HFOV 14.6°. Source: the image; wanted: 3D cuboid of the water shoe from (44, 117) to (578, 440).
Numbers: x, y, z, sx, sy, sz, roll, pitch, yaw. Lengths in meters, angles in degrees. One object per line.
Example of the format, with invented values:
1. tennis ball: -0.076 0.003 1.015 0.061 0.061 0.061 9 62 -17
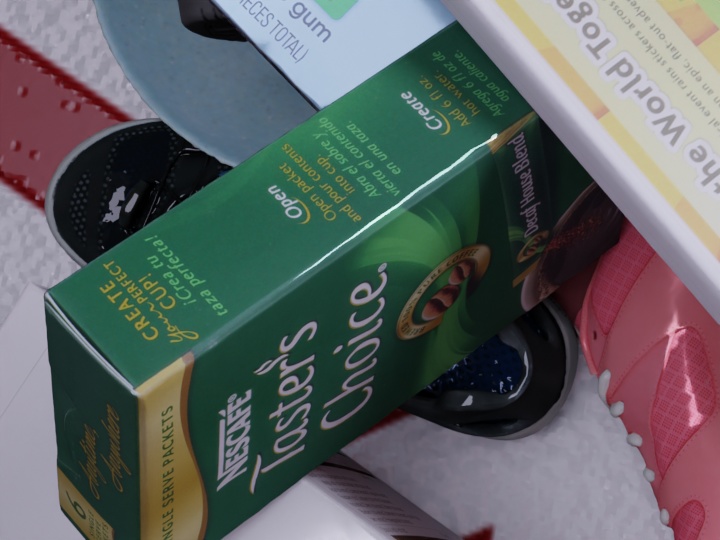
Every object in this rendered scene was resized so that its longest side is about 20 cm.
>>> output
1. water shoe: -0.022 -0.006 0.927 0.199 0.079 0.072 20 89 18

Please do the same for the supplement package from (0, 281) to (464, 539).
1. supplement package: -0.042 0.112 0.897 0.200 0.120 0.122 34 93 18

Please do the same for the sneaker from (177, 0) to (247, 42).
1. sneaker: 0.033 -0.141 0.890 0.199 0.060 0.105 -11 83 7

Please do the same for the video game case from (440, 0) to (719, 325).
1. video game case: 0.136 -0.078 0.771 0.182 0.023 0.200 -38 79 -12

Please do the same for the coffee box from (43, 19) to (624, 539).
1. coffee box: 0.000 0.000 0.807 0.200 0.123 0.044 -34 66 -24

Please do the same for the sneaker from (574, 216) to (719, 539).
1. sneaker: 0.110 0.038 0.898 0.086 0.074 0.201 -1 79 30

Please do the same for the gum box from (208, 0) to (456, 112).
1. gum box: 0.015 -0.161 0.839 0.170 0.045 0.200 45 92 3

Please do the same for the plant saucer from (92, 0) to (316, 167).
1. plant saucer: 0.006 -0.120 0.948 0.200 0.039 0.202 -4 76 17
